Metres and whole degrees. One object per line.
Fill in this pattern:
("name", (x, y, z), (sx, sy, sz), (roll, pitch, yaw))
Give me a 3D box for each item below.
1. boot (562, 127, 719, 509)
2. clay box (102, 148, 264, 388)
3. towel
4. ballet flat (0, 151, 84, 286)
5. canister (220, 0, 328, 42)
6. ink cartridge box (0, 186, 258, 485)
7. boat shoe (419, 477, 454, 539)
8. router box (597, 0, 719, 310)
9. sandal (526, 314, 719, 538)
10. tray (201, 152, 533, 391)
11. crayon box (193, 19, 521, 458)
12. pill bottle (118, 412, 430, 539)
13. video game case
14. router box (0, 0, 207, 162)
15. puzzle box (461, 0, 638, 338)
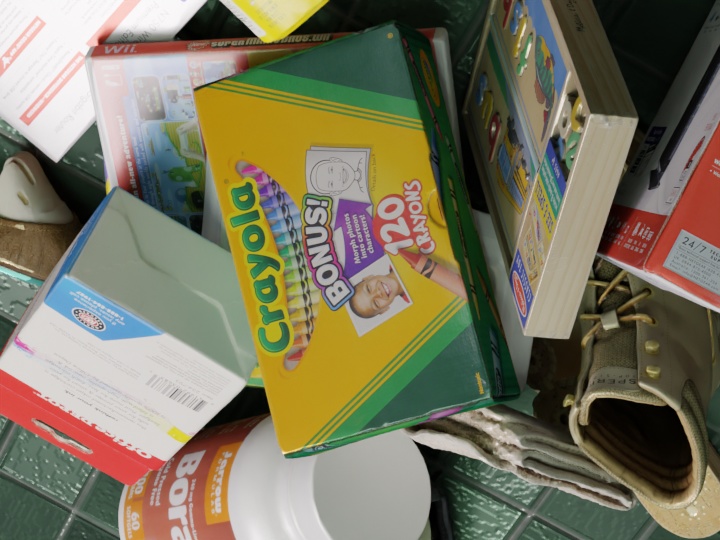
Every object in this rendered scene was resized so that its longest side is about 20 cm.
("boot", (0.137, 0.015, 1.205), (0.073, 0.156, 0.200), (-19, 115, 27))
("clay box", (-0.086, -0.005, 1.323), (0.115, 0.048, 0.200), (5, 122, 11))
("towel", (0.054, 0.083, 1.254), (0.132, 0.035, 0.200), (23, 179, -44))
("ballet flat", (-0.234, -0.044, 1.341), (0.200, 0.068, 0.073), (18, 107, 9))
("canister", (-0.081, -0.225, 1.117), (0.200, 0.149, 0.087), (43, 124, -16))
("ink cartridge box", (-0.134, 0.044, 1.271), (0.116, 0.067, 0.200), (31, 149, -10))
("boat shoe", (0.034, 0.204, 1.406), (0.066, 0.074, 0.200), (23, 124, 39))
("router box", (0.181, -0.074, 1.059), (0.049, 0.200, 0.180), (27, 92, -2))
("sandal", (0.144, 0.090, 1.306), (0.078, 0.070, 0.212), (-32, 109, 31))
("tray", (0.000, 0.000, 1.218), (0.200, 0.022, 0.108), (17, 124, 16))
("crayon box", (-0.002, -0.014, 1.157), (0.119, 0.058, 0.201), (-17, 83, 18))
("pill bottle", (-0.051, 0.141, 1.332), (0.112, 0.112, 0.200), (48, 146, -17))
("video game case", (-0.043, -0.063, 1.238), (0.199, 0.017, 0.143), (-2, 122, 11))
("router box", (-0.175, -0.184, 1.230), (0.179, 0.049, 0.200), (41, 124, -12))
("puzzle box", (0.091, -0.078, 1.134), (0.025, 0.200, 0.133), (4, 126, -12))
